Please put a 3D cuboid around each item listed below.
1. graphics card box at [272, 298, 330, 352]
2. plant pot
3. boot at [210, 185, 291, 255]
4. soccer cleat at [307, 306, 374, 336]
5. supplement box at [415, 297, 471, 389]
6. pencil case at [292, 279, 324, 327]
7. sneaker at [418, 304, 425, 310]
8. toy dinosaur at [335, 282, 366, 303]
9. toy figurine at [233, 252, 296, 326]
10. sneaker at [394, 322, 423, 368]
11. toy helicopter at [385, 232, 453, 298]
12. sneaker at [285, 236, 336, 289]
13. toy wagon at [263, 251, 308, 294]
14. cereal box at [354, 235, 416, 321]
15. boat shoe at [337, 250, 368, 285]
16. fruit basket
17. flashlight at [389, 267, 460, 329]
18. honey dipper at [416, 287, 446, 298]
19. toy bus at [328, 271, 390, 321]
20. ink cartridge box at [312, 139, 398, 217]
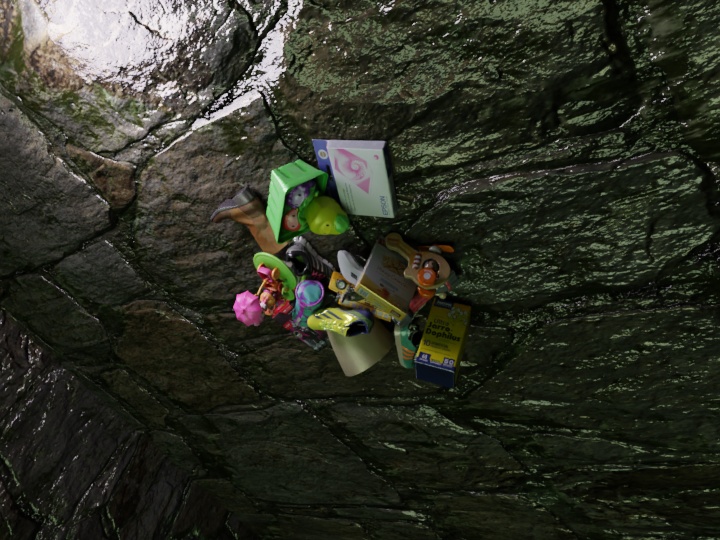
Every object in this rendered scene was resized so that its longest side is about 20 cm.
[{"bbox_3d":[-0.176,0.172,1.950,0.199,0.051,0.125,38,138,-14],"label":"graphics card box"},{"bbox_3d":[-0.026,0.176,1.795,0.186,0.187,0.202,-26,103,43],"label":"plant pot"},{"bbox_3d":[-0.312,-0.122,1.712,0.186,0.069,0.201,-27,113,29],"label":"boot"},{"bbox_3d":[-0.059,0.149,1.680,0.196,0.085,0.065,-4,133,14],"label":"soccer cleat"},{"bbox_3d":[0.226,0.196,1.634,0.107,0.203,0.110,12,148,15],"label":"supplement box"},{"bbox_3d":[-0.155,0.101,1.766,0.085,0.093,0.201,36,155,8],"label":"pencil case"},{"bbox_3d":[0.108,0.036,1.631,0.202,0.088,0.077,59,170,-9],"label":"sneaker"},{"bbox_3d":[-0.015,0.064,1.608,0.087,0.198,0.049,6,96,39],"label":"toy dinosaur"},{"bbox_3d":[-0.285,0.084,1.732,0.148,0.185,0.202,16,145,26],"label":"toy figurine"},{"bbox_3d":[0.156,0.230,1.817,0.078,0.072,0.202,2,138,20],"label":"sneaker"},{"bbox_3d":[0.147,-0.037,1.531,0.199,0.132,0.079,39,164,23],"label":"toy helicopter"},{"bbox_3d":[-0.143,-0.004,1.724,0.073,0.088,0.200,-22,120,41],"label":"sneaker"},{"bbox_3d":[-0.233,0.025,1.821,0.153,0.040,0.201,30,146,11],"label":"toy wagon"},{"bbox_3d":[0.077,0.015,1.540,0.142,0.202,0.040,32,135,-7],"label":"cereal box"},{"bbox_3d":[0.000,0.000,1.627,0.200,0.063,0.072,44,139,51],"label":"boat shoe"},{"bbox_3d":[-0.132,-0.149,1.517,0.214,0.154,0.219,35,139,37],"label":"fruit basket"},{"bbox_3d":[0.166,0.070,1.560,0.068,0.199,0.068,46,175,30],"label":"flashlight"},{"bbox_3d":[0.141,0.049,1.666,0.196,0.038,0.038,14,138,13],"label":"honey dipper"},{"bbox_3d":[0.004,0.071,1.710,0.196,0.065,0.080,18,112,-4],"label":"toy bus"},{"bbox_3d":[-0.016,-0.223,1.470,0.196,0.044,0.199,5,135,21],"label":"ink cartridge box"}]
